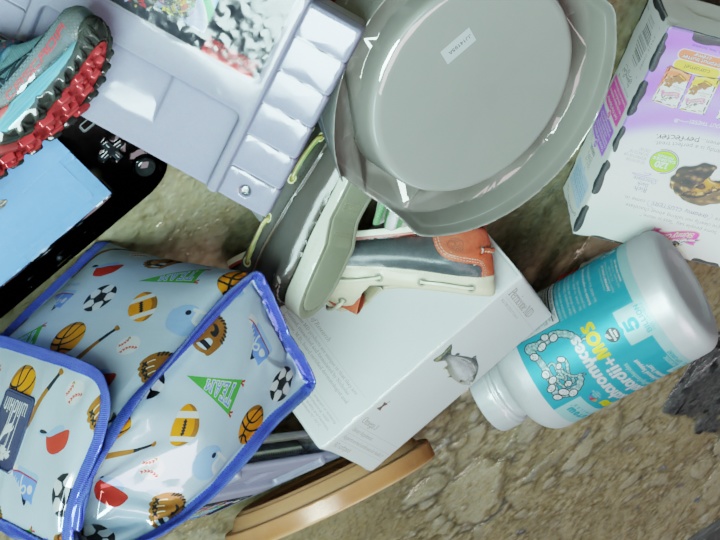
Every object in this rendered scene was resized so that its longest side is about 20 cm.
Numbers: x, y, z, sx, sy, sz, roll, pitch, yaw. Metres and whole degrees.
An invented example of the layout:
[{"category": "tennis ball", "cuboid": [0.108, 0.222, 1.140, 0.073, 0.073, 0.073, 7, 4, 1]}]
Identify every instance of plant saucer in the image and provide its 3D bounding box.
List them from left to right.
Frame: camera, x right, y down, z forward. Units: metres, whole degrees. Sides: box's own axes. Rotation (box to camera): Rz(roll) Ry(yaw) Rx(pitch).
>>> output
[{"category": "plant saucer", "cuboid": [-0.030, 0.192, 1.134, 0.199, 0.033, 0.200, -26, 176, -2]}]

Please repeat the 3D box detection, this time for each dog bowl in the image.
[{"category": "dog bowl", "cuboid": [0.059, -0.120, 0.782, 0.198, 0.059, 0.202, -18, 131, -22]}]

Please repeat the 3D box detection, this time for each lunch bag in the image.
[{"category": "lunch bag", "cuboid": [-0.159, 0.083, 0.807, 0.200, 0.169, 0.124, -48, 128, -29]}]

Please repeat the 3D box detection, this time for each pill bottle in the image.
[{"category": "pill bottle", "cuboid": [0.187, 0.060, 1.073, 0.199, 0.112, 0.110, -32, 147, 24]}]

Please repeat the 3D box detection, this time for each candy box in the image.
[{"category": "candy box", "cuboid": [0.281, -0.109, 1.056, 0.166, 0.072, 0.201, 13, 126, -11]}]

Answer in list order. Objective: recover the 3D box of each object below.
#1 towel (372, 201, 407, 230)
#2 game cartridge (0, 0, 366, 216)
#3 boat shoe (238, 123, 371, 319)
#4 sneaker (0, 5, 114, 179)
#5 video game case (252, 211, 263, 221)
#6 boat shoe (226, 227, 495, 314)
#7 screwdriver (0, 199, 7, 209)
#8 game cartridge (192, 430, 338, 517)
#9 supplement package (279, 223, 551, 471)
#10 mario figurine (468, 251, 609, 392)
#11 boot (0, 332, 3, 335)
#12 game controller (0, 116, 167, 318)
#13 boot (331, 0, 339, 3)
[{"category": "towel", "cuboid": [0.086, -0.119, 0.914, 0.199, 0.023, 0.154, -28, 140, -48]}, {"category": "game cartridge", "cuboid": [-0.110, -0.130, 0.698, 0.199, 0.038, 0.130, 28, 121, -4]}, {"category": "boat shoe", "cuboid": [-0.018, -0.070, 0.867, 0.203, 0.060, 0.072, -63, 159, 2]}, {"category": "sneaker", "cuboid": [-0.220, -0.089, 0.678, 0.199, 0.096, 0.079, -33, -172, 23]}, {"category": "video game case", "cuboid": [0.018, -0.131, 0.913, 0.198, 0.023, 0.183, -17, 138, -25]}, {"category": "boat shoe", "cuboid": [0.000, 0.000, 0.938, 0.198, 0.063, 0.071, -8, -179, 8]}, {"category": "screwdriver", "cuboid": [-0.285, 0.003, 0.763, 0.199, 0.029, 0.028, -31, 121, 14]}, {"category": "game cartridge", "cuboid": [-0.114, 0.167, 1.021, 0.129, 0.039, 0.200, -32, 164, 22]}, {"category": "supplement package", "cuboid": [0.032, 0.045, 1.017, 0.200, 0.118, 0.117, -41, 153, 5]}, {"category": "mario figurine", "cuboid": [0.192, 0.057, 1.179, 0.198, 0.107, 0.124, -17, 163, -17]}, {"category": "boot", "cuboid": [-0.188, 0.087, 0.929, 0.199, 0.076, 0.074, 11, 123, -44]}, {"category": "game controller", "cuboid": [-0.218, -0.036, 0.803, 0.200, 0.042, 0.104, -40, 143, 1]}, {"category": "boot", "cuboid": [-0.014, -0.167, 0.780, 0.200, 0.075, 0.107, -44, 124, 5]}]
